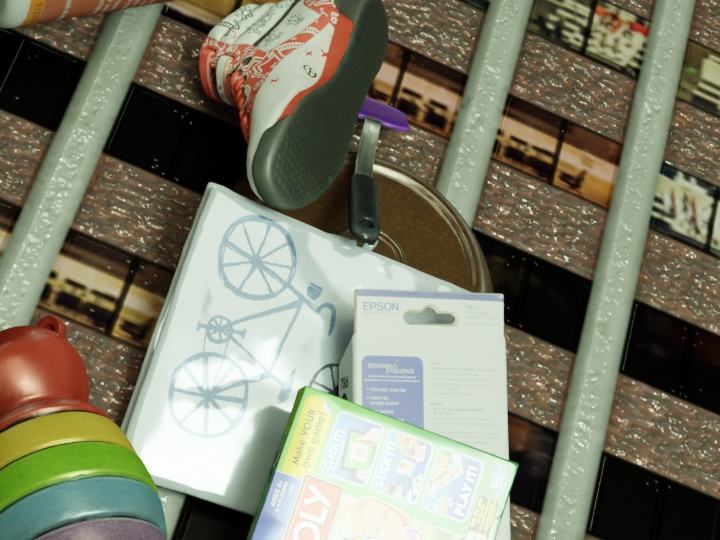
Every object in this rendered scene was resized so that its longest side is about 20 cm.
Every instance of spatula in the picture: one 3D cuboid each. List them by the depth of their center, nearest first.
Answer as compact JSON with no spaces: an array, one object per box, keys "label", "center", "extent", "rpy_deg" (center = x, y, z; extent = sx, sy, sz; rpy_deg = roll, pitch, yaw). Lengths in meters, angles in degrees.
[{"label":"spatula","center":[0.004,-0.071,1.250],"extent":[0.056,0.021,0.200],"rpy_deg":[17,33,-10]}]

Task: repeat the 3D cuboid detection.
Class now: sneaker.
[{"label":"sneaker","center":[-0.060,-0.107,1.240],"extent":[0.108,0.067,0.201],"rpy_deg":[-1,42,25]}]

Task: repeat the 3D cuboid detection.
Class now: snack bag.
[{"label":"snack bag","center":[-0.031,0.064,1.175],"extent":[0.200,0.021,0.189],"rpy_deg":[21,74,-12]}]

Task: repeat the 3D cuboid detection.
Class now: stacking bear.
[{"label":"stacking bear","center":[-0.172,0.118,1.066],"extent":[0.114,0.121,0.200],"rpy_deg":[20,38,-48]}]

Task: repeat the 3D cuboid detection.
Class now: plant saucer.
[{"label":"plant saucer","center":[0.000,0.000,1.249],"extent":[0.200,0.034,0.200],"rpy_deg":[10,58,-16]}]

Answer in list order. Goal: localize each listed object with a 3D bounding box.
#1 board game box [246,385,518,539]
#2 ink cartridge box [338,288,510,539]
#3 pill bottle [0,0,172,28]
[{"label":"board game box","center":[-0.004,0.182,1.097],"extent":[0.135,0.029,0.200],"rpy_deg":[21,77,-8]},{"label":"ink cartridge box","center":[0.038,0.112,1.156],"extent":[0.099,0.039,0.200],"rpy_deg":[3,80,-16]},{"label":"pill bottle","center":[-0.158,-0.228,1.269],"extent":[0.200,0.112,0.112],"rpy_deg":[-14,67,-29]}]
